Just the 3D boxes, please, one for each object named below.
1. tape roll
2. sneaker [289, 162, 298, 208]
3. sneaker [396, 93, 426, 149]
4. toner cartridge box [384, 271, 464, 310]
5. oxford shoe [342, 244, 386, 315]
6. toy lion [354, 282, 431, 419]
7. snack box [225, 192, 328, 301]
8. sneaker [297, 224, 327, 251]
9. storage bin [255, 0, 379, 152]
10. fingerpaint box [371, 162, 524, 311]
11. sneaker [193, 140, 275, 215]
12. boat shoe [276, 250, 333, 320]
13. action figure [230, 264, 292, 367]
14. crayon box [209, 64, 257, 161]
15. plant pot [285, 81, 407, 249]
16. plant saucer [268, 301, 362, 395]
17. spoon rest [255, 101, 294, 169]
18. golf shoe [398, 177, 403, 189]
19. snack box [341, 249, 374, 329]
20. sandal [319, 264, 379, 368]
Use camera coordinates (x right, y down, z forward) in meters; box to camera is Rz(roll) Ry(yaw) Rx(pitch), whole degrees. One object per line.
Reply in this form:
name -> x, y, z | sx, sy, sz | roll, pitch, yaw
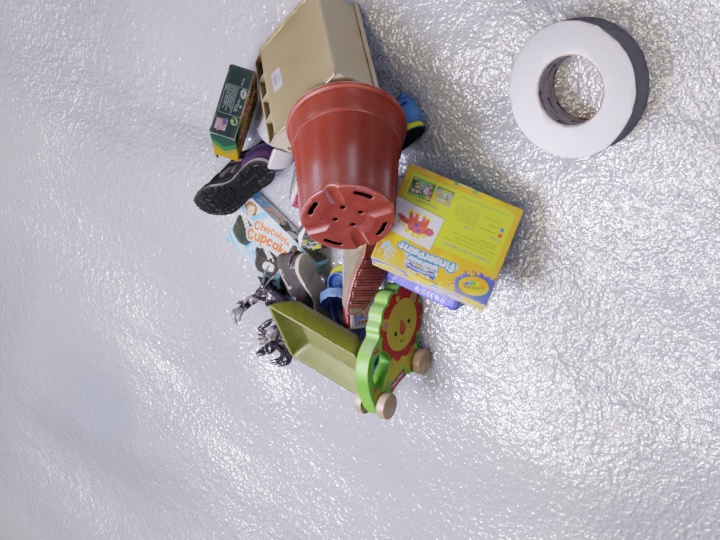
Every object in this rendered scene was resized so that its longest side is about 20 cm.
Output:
tape roll -> 0.323, -0.272, 1.479 | 0.198, 0.066, 0.203 | 12, 113, 31
sneaker -> -0.086, -0.206, 1.781 | 0.074, 0.080, 0.202 | 34, 115, 37
sneaker -> 0.028, -0.226, 1.704 | 0.199, 0.066, 0.079 | -36, 72, 36
toner cartridge box -> 0.102, -0.002, 1.703 | 0.198, 0.095, 0.044 | 26, 118, 24
oxford shoe -> 0.001, -0.026, 1.671 | 0.073, 0.070, 0.203 | 26, 104, 42
toy lion -> 0.051, 0.126, 1.723 | 0.068, 0.200, 0.194 | 10, 130, 33
snack box -> -0.162, -0.041, 1.906 | 0.200, 0.037, 0.117 | 43, 124, 15
sneaker -> -0.080, -0.086, 1.752 | 0.074, 0.200, 0.086 | -18, 83, 0
storage bin -> -0.081, -0.328, 1.664 | 0.198, 0.093, 0.202 | -39, 51, 38
fingerpaint box -> 0.138, -0.052, 1.594 | 0.198, 0.073, 0.169 | 22, 83, 6
sneaker -> -0.230, -0.176, 1.884 | 0.198, 0.088, 0.076 | -25, 127, 30
boat shoe -> -0.099, 0.041, 1.844 | 0.056, 0.067, 0.201 | 9, 138, 32
action figure -> -0.180, 0.093, 1.893 | 0.119, 0.101, 0.202 | 36, 144, 43
crayon box -> -0.225, -0.275, 1.781 | 0.050, 0.200, 0.129 | 16, 83, -4
plant pot -> -0.021, -0.153, 1.558 | 0.200, 0.199, 0.197 | -36, 40, 37
plant saucer -> -0.058, 0.138, 1.802 | 0.198, 0.048, 0.201 | 28, 157, 25
spoon rest -> -0.147, -0.246, 1.770 | 0.201, 0.060, 0.100 | -106, 34, -48
golf shoe -> 0.106, -0.089, 1.674 | 0.198, 0.091, 0.076 | 25, 117, 24
snack box -> 0.000, 0.000, 1.761 | 0.024, 0.071, 0.203 | 3, 95, 46
sandal -> -0.016, 0.093, 1.821 | 0.079, 0.087, 0.201 | -32, 88, 35
